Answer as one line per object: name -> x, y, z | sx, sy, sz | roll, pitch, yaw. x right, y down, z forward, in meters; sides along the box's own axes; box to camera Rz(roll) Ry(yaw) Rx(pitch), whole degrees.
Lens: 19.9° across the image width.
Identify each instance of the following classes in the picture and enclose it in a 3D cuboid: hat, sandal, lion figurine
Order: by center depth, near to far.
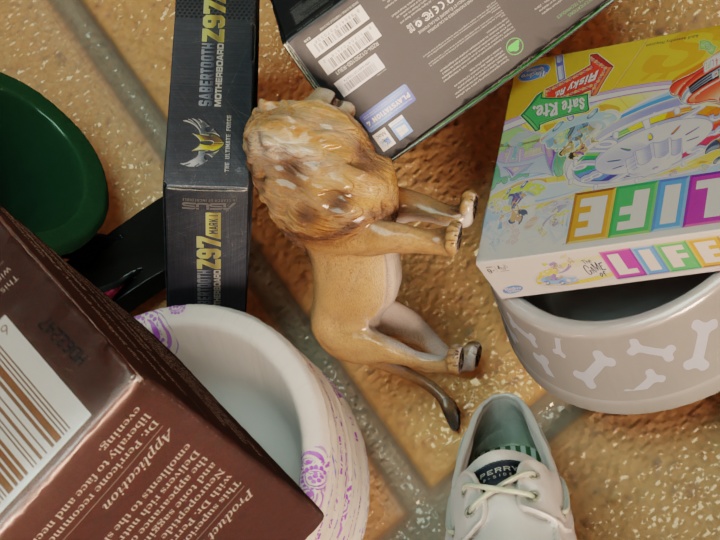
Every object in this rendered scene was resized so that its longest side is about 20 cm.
lion figurine -> 0.000, 0.000, 1.095 | 0.121, 0.202, 0.073 | 8, 35, 14
sandal -> -0.170, 0.007, 1.242 | 0.199, 0.045, 0.075 | -37, 54, -6
hat -> -0.266, -0.020, 1.289 | 0.177, 0.165, 0.201 | -54, 13, 31

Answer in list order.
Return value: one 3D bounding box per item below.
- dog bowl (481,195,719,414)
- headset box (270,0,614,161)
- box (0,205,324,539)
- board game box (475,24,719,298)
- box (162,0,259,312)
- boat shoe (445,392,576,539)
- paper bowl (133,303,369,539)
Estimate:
dog bowl -> 0.153, -0.025, 1.089 | 0.198, 0.059, 0.202 | -18, 47, 21
headset box -> 0.040, -0.170, 1.170 | 0.173, 0.093, 0.200 | -36, 21, 6
box -> -0.157, 0.098, 0.992 | 0.166, 0.200, 0.164 | -46, 55, -2
board game box -> 0.164, -0.061, 1.043 | 0.198, 0.034, 0.136 | -8, 52, 30
box -> -0.085, -0.083, 1.183 | 0.050, 0.158, 0.202 | 2, 58, -2
boat shoe -> 0.068, 0.122, 1.011 | 0.073, 0.067, 0.200 | -10, 18, 1
paper bowl -> -0.090, 0.129, 1.127 | 0.199, 0.104, 0.203 | -10, 63, 20
